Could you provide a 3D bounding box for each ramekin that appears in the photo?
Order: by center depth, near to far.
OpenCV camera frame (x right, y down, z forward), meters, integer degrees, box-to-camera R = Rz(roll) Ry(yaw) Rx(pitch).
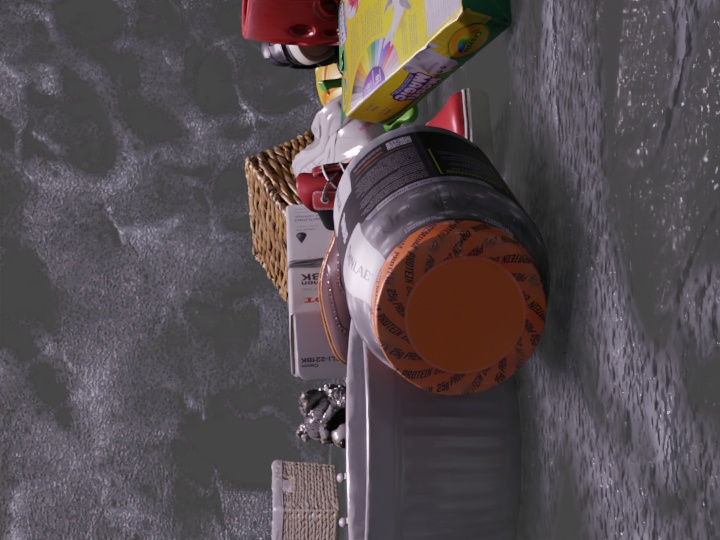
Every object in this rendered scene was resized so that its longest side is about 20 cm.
[{"bbox_3d":[0.047,0.124,0.801,0.200,0.103,0.203,180,90,-86],"label":"ramekin"}]

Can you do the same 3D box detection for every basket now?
[{"bbox_3d":[-0.043,-0.060,1.378,0.143,0.148,0.201,51,156,30],"label":"basket"},{"bbox_3d":[-0.134,0.579,2.674,0.199,0.158,0.203,-99,10,-64],"label":"basket"}]

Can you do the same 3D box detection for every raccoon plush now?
[{"bbox_3d":[-0.011,0.139,1.329,0.200,0.132,0.098,-102,12,-69],"label":"raccoon plush"}]

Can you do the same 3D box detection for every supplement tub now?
[{"bbox_3d":[0.047,-0.010,0.703,0.200,0.121,0.124,-101,13,-70],"label":"supplement tub"}]

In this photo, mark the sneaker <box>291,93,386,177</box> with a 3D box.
[{"bbox_3d":[-0.013,-0.103,1.177,0.100,0.077,0.200,58,163,11],"label":"sneaker"}]

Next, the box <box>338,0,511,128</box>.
[{"bbox_3d":[0.038,-0.192,0.857,0.199,0.048,0.119,-30,56,55],"label":"box"}]

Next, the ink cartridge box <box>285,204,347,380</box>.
[{"bbox_3d":[-0.005,0.015,1.186,0.201,0.142,0.085,-97,5,-54],"label":"ink cartridge box"}]

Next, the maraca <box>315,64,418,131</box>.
[{"bbox_3d":[0.013,-0.209,1.262,0.138,0.106,0.201,-54,39,27],"label":"maraca"}]

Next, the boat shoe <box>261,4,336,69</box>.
[{"bbox_3d":[-0.033,-0.250,1.172,0.199,0.066,0.075,-46,-65,-48],"label":"boat shoe"}]

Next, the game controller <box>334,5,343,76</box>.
[{"bbox_3d":[0.025,-0.278,1.119,0.042,0.103,0.203,43,-138,-62],"label":"game controller"}]

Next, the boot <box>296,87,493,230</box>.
[{"bbox_3d":[0.024,-0.077,0.872,0.200,0.142,0.073,107,165,-69],"label":"boot"}]

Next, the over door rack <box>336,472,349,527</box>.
[{"bbox_3d":[-0.003,0.313,1.642,0.201,0.066,0.149,97,173,-53],"label":"over door rack"}]

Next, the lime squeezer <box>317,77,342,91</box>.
[{"bbox_3d":[0.022,-0.227,1.176,0.071,0.037,0.201,53,-123,-26],"label":"lime squeezer"}]

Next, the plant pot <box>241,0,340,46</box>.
[{"bbox_3d":[-0.011,-0.299,1.008,0.200,0.180,0.204,-177,90,-79],"label":"plant pot"}]

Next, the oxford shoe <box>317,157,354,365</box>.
[{"bbox_3d":[0.000,0.000,1.034,0.073,0.070,0.203,-116,26,-70],"label":"oxford shoe"}]
